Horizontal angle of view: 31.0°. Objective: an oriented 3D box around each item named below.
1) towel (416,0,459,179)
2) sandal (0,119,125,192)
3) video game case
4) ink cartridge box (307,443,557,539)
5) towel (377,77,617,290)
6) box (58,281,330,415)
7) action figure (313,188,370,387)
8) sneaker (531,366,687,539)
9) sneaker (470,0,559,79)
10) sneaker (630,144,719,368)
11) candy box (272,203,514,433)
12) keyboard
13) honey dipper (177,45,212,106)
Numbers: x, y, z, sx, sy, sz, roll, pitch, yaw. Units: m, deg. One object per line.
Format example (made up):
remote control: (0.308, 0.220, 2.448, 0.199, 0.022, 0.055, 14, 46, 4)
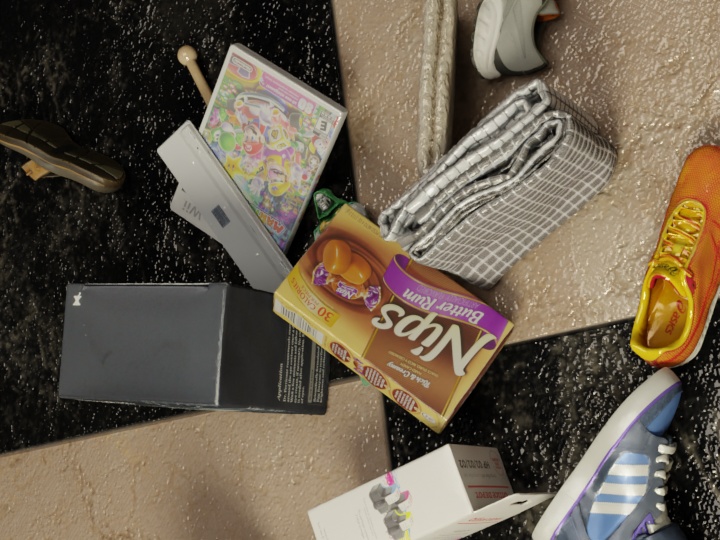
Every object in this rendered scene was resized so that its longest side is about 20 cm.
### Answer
towel: (0.073, -0.171, 1.245, 0.034, 0.133, 0.202, 3, 82, 6)
sandal: (-0.358, -0.127, 1.526, 0.199, 0.082, 0.055, 26, 117, 23)
video game case: (-0.109, -0.114, 1.350, 0.143, 0.018, 0.201, 32, 117, 15)
ink cartridge box: (0.067, 0.213, 1.192, 0.199, 0.115, 0.068, -28, 70, 22)
towel: (0.130, -0.070, 1.177, 0.200, 0.165, 0.086, -41, 71, 18)
box: (-0.161, 0.080, 1.295, 0.195, 0.200, 0.119, -1, 81, 30)
action figure: (0.000, 0.000, 1.304, 0.118, 0.055, 0.201, -36, 64, 19)
sneaker: (0.256, 0.203, 1.115, 0.146, 0.080, 0.201, 38, 97, 20)
sneaker: (0.158, -0.285, 1.256, 0.079, 0.074, 0.202, 5, 90, 21)
sneaker: (0.287, -0.013, 1.128, 0.072, 0.077, 0.202, 10, 85, 32)
candy box: (0.030, 0.045, 1.215, 0.199, 0.057, 0.117, 36, 71, 10)
keyboard: (-0.142, -0.062, 1.368, 0.056, 0.011, 0.201, -37, 86, 36)
honey dipper: (-0.158, -0.170, 1.427, 0.038, 0.038, 0.201, -36, 67, 19)
